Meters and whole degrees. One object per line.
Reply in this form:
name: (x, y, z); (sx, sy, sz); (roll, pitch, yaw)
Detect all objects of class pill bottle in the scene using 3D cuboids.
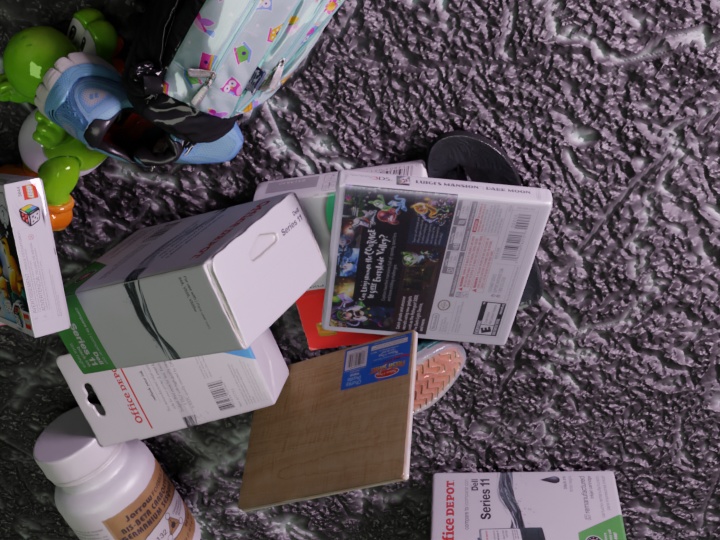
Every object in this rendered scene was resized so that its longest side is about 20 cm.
pill bottle: (-0.268, 0.248, 1.134); (0.114, 0.114, 0.200); (-16, 121, 16)

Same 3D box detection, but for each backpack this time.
backpack: (-0.092, -0.211, 0.797); (0.126, 0.167, 0.200); (24, 120, -31)

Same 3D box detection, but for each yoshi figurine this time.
yoshi figurine: (-0.274, -0.134, 0.886); (0.112, 0.112, 0.200); (26, 120, -3)

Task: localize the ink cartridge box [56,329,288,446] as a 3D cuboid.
ink cartridge box: (-0.188, 0.095, 1.042); (0.199, 0.068, 0.116); (-16, 110, 16)

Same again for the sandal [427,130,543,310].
sandal: (0.121, -0.038, 0.940); (0.075, 0.048, 0.201); (-18, 121, 18)

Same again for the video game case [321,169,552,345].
video game case: (0.061, -0.006, 0.934); (0.181, 0.023, 0.200); (5, 139, -3)

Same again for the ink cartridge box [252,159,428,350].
ink cartridge box: (0.000, 0.000, 0.980); (0.160, 0.050, 0.201); (-7, 121, 11)

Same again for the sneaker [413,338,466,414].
sneaker: (0.010, 0.118, 1.047); (0.200, 0.080, 0.071); (-36, 133, 3)

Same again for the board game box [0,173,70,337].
board game box: (-0.316, -0.021, 0.900); (0.200, 0.035, 0.127); (10, 111, 52)

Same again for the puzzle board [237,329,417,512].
puzzle board: (-0.030, 0.148, 0.999); (0.200, 0.151, 0.017); (-18, 139, 33)

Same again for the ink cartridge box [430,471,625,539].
ink cartridge box: (0.172, 0.289, 1.086); (0.199, 0.147, 0.083); (-3, 121, 6)

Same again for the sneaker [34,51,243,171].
sneaker: (-0.169, -0.109, 0.852); (0.200, 0.090, 0.078); (4, 128, -53)

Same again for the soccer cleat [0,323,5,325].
soccer cleat: (-0.406, -0.020, 0.992); (0.200, 0.070, 0.086); (35, 130, -15)

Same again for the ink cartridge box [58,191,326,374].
ink cartridge box: (-0.151, 0.012, 0.906); (0.200, 0.147, 0.083); (-11, 112, 35)
